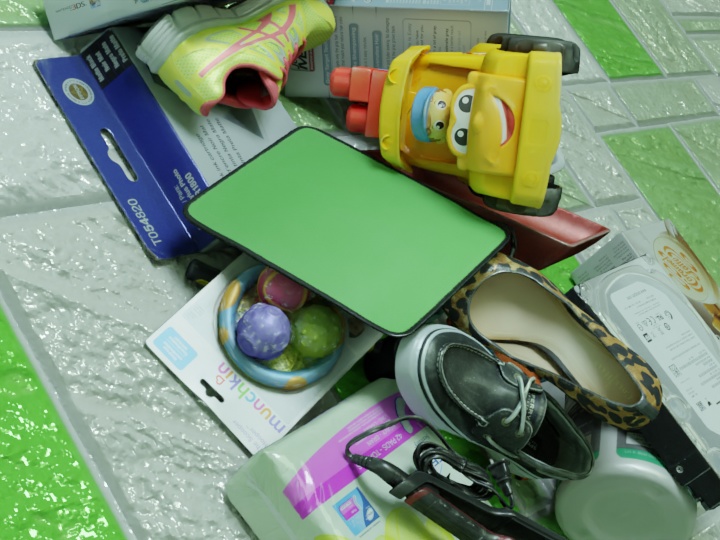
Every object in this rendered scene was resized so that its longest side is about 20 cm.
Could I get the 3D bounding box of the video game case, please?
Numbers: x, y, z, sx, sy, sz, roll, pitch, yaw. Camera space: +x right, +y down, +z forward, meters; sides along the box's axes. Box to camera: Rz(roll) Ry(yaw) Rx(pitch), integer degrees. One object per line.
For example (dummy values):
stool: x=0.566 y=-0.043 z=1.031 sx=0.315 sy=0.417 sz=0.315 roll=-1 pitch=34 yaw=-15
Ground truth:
video game case: x=-0.123 y=-0.239 z=1.075 sx=0.200 sy=0.181 sz=0.045 roll=-28 pitch=105 yaw=-54

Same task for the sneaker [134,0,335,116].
sneaker: x=-0.085 y=-0.168 z=1.070 sx=0.200 sy=0.078 sz=0.090 roll=-26 pitch=75 yaw=-44

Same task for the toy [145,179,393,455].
toy: x=-0.041 y=0.023 z=0.953 sx=0.115 sy=0.047 sz=0.200 roll=45 pitch=58 yaw=2

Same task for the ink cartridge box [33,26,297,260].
ink cartridge box: x=-0.129 y=-0.109 z=1.059 sx=0.200 sy=0.041 sz=0.200 roll=-16 pitch=68 yaw=-51

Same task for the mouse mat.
mouse mat: x=-0.008 y=-0.035 z=0.974 sx=0.200 sy=0.008 sz=0.161 roll=30 pitch=44 yaw=20

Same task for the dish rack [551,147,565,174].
dish rack: x=0.107 y=-0.159 z=1.347 sx=0.200 sy=0.044 sz=0.172 roll=53 pitch=35 yaw=10

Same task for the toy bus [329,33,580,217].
toy bus: x=0.068 y=-0.126 z=1.047 sx=0.192 sy=0.136 sz=0.200 roll=8 pitch=10 yaw=1

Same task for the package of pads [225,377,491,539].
package of pads: x=0.024 y=0.184 z=0.911 sx=0.200 sy=0.068 sz=0.154 roll=53 pitch=37 yaw=8

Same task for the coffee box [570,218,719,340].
coffee box: x=0.313 y=0.056 z=1.318 sx=0.114 sy=0.080 sz=0.200 roll=-13 pitch=65 yaw=-50

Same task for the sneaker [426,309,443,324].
sneaker: x=0.000 y=0.000 z=1.058 sx=0.200 sy=0.078 sz=0.086 roll=6 pitch=55 yaw=-42

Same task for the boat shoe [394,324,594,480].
boat shoe: x=0.104 y=0.095 z=0.957 sx=0.200 sy=0.071 sz=0.072 roll=36 pitch=65 yaw=-41

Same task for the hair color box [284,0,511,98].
hair color box: x=0.032 y=-0.206 z=1.180 sx=0.200 sy=0.099 sz=0.061 roll=3 pitch=42 yaw=7

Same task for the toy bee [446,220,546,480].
toy bee: x=0.115 y=0.064 z=1.087 sx=0.131 sy=0.109 sz=0.200 roll=7 pitch=90 yaw=-18

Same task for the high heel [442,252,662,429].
high heel: x=0.126 y=0.038 z=0.951 sx=0.200 sy=0.071 sz=0.143 roll=36 pitch=0 yaw=-4

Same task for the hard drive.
hard drive: x=0.254 y=0.084 z=1.075 sx=0.140 sy=0.038 sz=0.200 roll=-18 pitch=69 yaw=-50

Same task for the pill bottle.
pill bottle: x=0.227 y=0.136 z=1.124 sx=0.113 sy=0.113 sz=0.200 roll=36 pitch=37 yaw=-14

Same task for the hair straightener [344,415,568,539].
hair straightener: x=0.076 y=0.158 z=0.905 sx=0.200 sy=0.041 sz=0.077 roll=31 pitch=39 yaw=-13

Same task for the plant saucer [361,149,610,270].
plant saucer: x=0.105 y=-0.053 z=1.157 sx=0.200 sy=0.037 sz=0.200 roll=25 pitch=14 yaw=16

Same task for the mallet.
mallet: x=-0.041 y=0.040 z=1.014 sx=0.200 sy=0.066 sz=0.041 roll=22 pitch=68 yaw=-8
